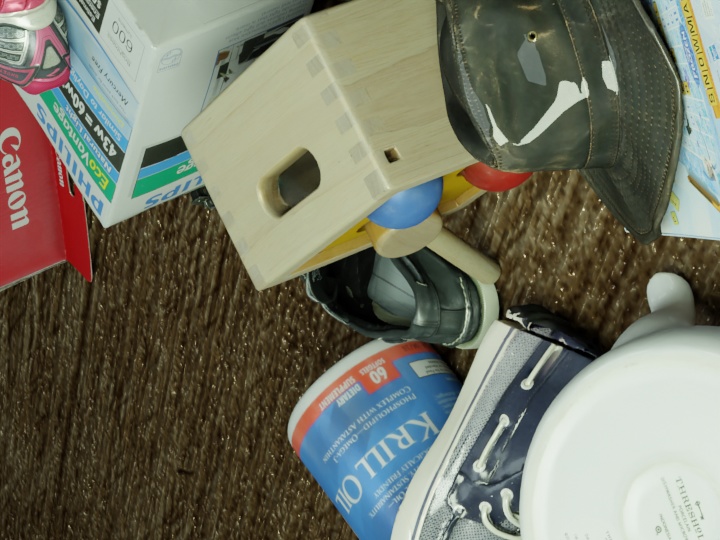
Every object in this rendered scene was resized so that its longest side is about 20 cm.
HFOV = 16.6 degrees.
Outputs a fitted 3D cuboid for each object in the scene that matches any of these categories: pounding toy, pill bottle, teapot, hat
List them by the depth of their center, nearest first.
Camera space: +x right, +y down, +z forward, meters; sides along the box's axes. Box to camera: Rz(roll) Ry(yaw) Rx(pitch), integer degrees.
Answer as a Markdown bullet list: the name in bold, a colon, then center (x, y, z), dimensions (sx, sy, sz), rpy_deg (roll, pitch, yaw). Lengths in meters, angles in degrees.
- **hat**: center (0.079, -0.099, 1.189), dimensions (0.201, 0.081, 0.201), rpy_deg (162, 90, -77)
- **teapot**: center (0.187, 0.123, 1.245), dimensions (0.197, 0.146, 0.200), rpy_deg (21, 99, 28)
- **pounding toy**: center (0.026, -0.061, 1.359), dimensions (0.200, 0.184, 0.142), rpy_deg (-36, 78, 55)
- **pill bottle**: center (0.052, 0.145, 1.535), dimensions (0.200, 0.112, 0.112), rpy_deg (51, 150, 24)

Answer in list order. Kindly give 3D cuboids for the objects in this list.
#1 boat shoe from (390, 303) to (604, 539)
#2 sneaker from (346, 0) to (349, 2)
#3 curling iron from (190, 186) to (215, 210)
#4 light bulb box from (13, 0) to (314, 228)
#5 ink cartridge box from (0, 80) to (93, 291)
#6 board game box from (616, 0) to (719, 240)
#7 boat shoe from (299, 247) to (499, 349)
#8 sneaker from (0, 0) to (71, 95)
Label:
- **boat shoe**: center (0.088, 0.123, 1.407), dimensions (0.093, 0.075, 0.200), rpy_deg (25, 96, 47)
- **sneaker**: center (0.027, -0.182, 1.347), dimensions (0.200, 0.085, 0.078), rpy_deg (180, 67, -78)
- **curling iron**: center (-0.050, -0.028, 1.661), dimensions (0.200, 0.026, 0.050), rpy_deg (38, 106, 36)
- **light bulb box**: center (-0.143, -0.171, 1.542), dimensions (0.198, 0.125, 0.200), rpy_deg (55, 151, 20)
- **ink cartridge box**: center (-0.301, -0.092, 2.000), dimensions (0.176, 0.084, 0.200), rpy_deg (36, 141, 43)
- **board game box**: center (0.149, -0.114, 1.151), dimensions (0.199, 0.041, 0.200), rpy_deg (-167, 60, -75)
- **boat shoe**: center (0.000, 0.002, 1.540), dimensions (0.199, 0.066, 0.075), rpy_deg (33, 120, 46)
- **sneaker**: center (-0.245, -0.148, 1.519), dimensions (0.200, 0.081, 0.075), rpy_deg (14, 126, 57)
